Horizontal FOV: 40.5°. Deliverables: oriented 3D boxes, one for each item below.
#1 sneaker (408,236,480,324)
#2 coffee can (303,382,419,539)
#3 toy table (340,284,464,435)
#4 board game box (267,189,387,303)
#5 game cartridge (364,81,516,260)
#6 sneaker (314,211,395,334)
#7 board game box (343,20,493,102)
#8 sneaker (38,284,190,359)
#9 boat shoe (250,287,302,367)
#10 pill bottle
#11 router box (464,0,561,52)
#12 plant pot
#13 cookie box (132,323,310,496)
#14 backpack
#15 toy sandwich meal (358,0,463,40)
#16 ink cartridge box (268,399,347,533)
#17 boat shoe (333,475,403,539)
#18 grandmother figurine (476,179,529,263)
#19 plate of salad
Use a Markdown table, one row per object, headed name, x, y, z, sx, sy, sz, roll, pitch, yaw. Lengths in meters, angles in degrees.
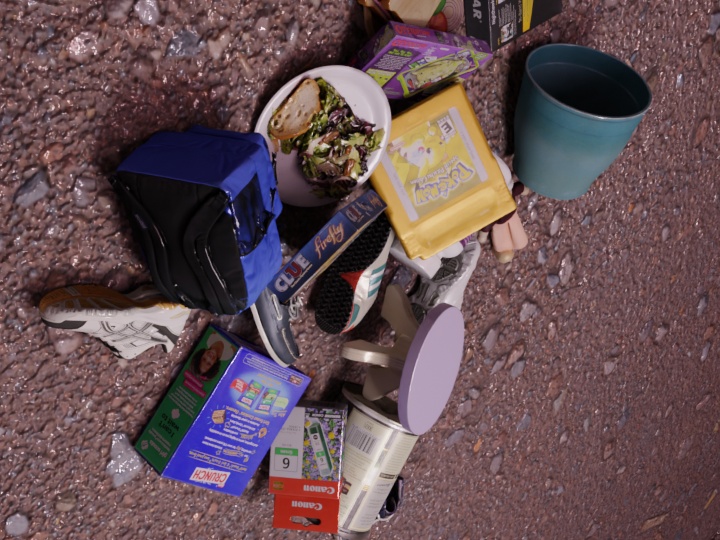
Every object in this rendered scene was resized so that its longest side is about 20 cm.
| name | x | y | z | sx | sy | sz | roll | pitch | yaw |
| --- | --- | --- | --- | --- | --- | --- | --- | --- | --- |
| sneaker | 0.138 | 0.029 | 1.594 | 0.099 | 0.078 | 0.201 | 11 | 115 | -55 |
| coffee can | -0.007 | 0.301 | 1.549 | 0.146 | 0.146 | 0.201 | 21 | 98 | -50 |
| toy table | 0.068 | 0.129 | 1.459 | 0.183 | 0.117 | 0.201 | 10 | 101 | -55 |
| board game box | -0.039 | -0.036 | 1.271 | 0.135 | 0.035 | 0.200 | -44 | 180 | 17 |
| game cartridge | 0.105 | -0.135 | 1.369 | 0.176 | 0.032 | 0.201 | -29 | 104 | -6 |
| sneaker | 0.000 | 0.001 | 1.440 | 0.201 | 0.070 | 0.093 | -67 | 162 | 4 |
| board game box | 0.073 | -0.274 | 1.305 | 0.199 | 0.032 | 0.120 | -2 | 158 | -46 |
| sneaker | -0.290 | 0.069 | 1.162 | 0.199 | 0.076 | 0.088 | 3 | 114 | -45 |
| boat shoe | -0.115 | 0.041 | 1.303 | 0.061 | 0.075 | 0.201 | -20 | 115 | 3 |
| pill bottle | 0.128 | -0.092 | 1.460 | 0.201 | 0.112 | 0.112 | -55 | 141 | -7 |
| router box | 0.216 | -0.433 | 1.381 | 0.157 | 0.052 | 0.201 | -33 | 135 | -26 |
| plant pot | 0.328 | -0.222 | 1.537 | 0.199 | 0.200 | 0.189 | -23 | 144 | -35 |
| cookie box | -0.188 | 0.197 | 1.350 | 0.201 | 0.075 | 0.171 | -58 | 141 | -1 |
| backpack | -0.166 | -0.057 | 1.143 | 0.168 | 0.162 | 0.201 | -48 | 142 | -43 |
| toy sandwich meal | 0.083 | -0.361 | 1.275 | 0.204 | 0.070 | 0.206 | -25 | 131 | -33 |
| ink cartridge box | -0.080 | 0.297 | 1.455 | 0.050 | 0.108 | 0.202 | -37 | 131 | -84 |
| boat shoe | 0.014 | 0.416 | 1.688 | 0.074 | 0.093 | 0.201 | -12 | 122 | -41 |
| grandmother figurine | 0.236 | -0.096 | 1.597 | 0.122 | 0.060 | 0.200 | -57 | 152 | -15 |
| plate of salad | -0.044 | -0.166 | 1.261 | 0.199 | 0.048 | 0.201 | -17 | 129 | -22 |
